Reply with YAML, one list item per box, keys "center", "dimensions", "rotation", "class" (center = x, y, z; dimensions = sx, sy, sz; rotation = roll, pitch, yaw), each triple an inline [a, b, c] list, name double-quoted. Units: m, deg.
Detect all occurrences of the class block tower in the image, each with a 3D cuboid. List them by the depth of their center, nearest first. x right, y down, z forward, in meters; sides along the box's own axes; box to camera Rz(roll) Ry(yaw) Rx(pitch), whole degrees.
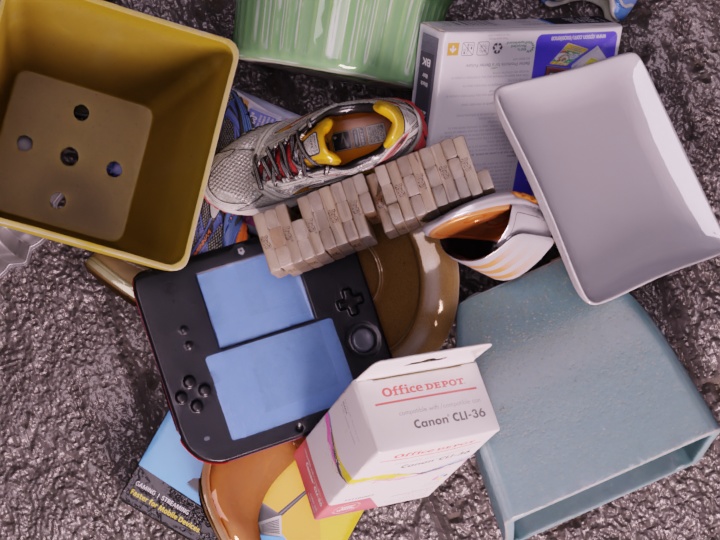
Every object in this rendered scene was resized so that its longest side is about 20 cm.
- center: [0.013, -0.054, 1.512]
  dimensions: [0.199, 0.054, 0.058]
  rotation: [-19, 80, 5]
  class: "block tower"

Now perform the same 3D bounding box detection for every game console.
- center: [-0.079, 0.060, 1.538]
  dimensions: [0.199, 0.031, 0.178]
  rotation: [-17, 88, -17]
  class: "game console"

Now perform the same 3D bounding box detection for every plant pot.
- center: [-0.238, -0.110, 1.531]
  dimensions: [0.199, 0.176, 0.201]
  rotation: [16, 79, -14]
  class: "plant pot"
- center: [0.178, 0.103, 1.574]
  dimensions: [0.195, 0.196, 0.201]
  rotation: [-23, 75, -1]
  class: "plant pot"
- center: [0.000, 0.000, 1.592]
  dimensions: [0.199, 0.027, 0.201]
  rotation: [10, 106, 38]
  class: "plant pot"

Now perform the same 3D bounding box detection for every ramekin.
- center: [-0.020, -0.221, 1.590]
  dimensions: [0.199, 0.200, 0.098]
  rotation: [10, 94, 0]
  class: "ramekin"

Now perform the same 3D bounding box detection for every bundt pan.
- center: [-0.375, -0.085, 1.636]
  dimensions: [0.201, 0.076, 0.203]
  rotation: [0, 87, 0]
  class: "bundt pan"

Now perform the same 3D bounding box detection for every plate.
- center: [0.212, -0.080, 1.549]
  dimensions: [0.200, 0.032, 0.200]
  rotation: [-19, 82, -40]
  class: "plate"

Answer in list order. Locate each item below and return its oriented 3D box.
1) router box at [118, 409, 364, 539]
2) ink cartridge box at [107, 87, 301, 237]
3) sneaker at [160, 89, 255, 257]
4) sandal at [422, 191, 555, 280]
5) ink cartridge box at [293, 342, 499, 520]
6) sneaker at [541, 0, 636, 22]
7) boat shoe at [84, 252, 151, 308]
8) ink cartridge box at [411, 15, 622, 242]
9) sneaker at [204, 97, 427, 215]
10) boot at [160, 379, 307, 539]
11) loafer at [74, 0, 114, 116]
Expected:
- center: [-0.097, 0.192, 1.628]
  dimensions: [0.199, 0.051, 0.150]
  rotation: [29, 84, 1]
  class: "router box"
- center: [-0.147, -0.116, 1.658]
  dimensions: [0.199, 0.042, 0.120]
  rotation: [23, 86, 3]
  class: "ink cartridge box"
- center: [-0.136, -0.069, 1.585]
  dimensions: [0.078, 0.075, 0.201]
  rotation: [7, 75, -14]
  class: "sneaker"
- center: [0.138, -0.024, 1.540]
  dimensions: [0.079, 0.206, 0.059]
  rotation: [-26, 71, 35]
  class: "sandal"
- center: [0.034, 0.134, 1.478]
  dimensions: [0.116, 0.200, 0.068]
  rotation: [-9, 66, -25]
  class: "ink cartridge box"
- center: [0.171, -0.291, 1.650]
  dimensions: [0.199, 0.076, 0.077]
  rotation: [18, 82, 2]
  class: "sneaker"
- center: [-0.154, 0.023, 1.635]
  dimensions: [0.199, 0.074, 0.067]
  rotation: [28, 83, -8]
  class: "boat shoe"
- center: [0.132, -0.124, 1.596]
  dimensions: [0.197, 0.043, 0.201]
  rotation: [-6, 113, -32]
  class: "ink cartridge box"
- center: [-0.046, -0.104, 1.516]
  dimensions: [0.199, 0.082, 0.078]
  rotation: [-21, 84, 11]
  class: "sneaker"
- center: [-0.075, 0.158, 1.579]
  dimensions: [0.155, 0.077, 0.201]
  rotation: [-18, 78, -10]
  class: "boot"
- center: [-0.260, -0.243, 1.647]
  dimensions: [0.075, 0.070, 0.201]
  rotation: [-4, 85, 5]
  class: "loafer"
